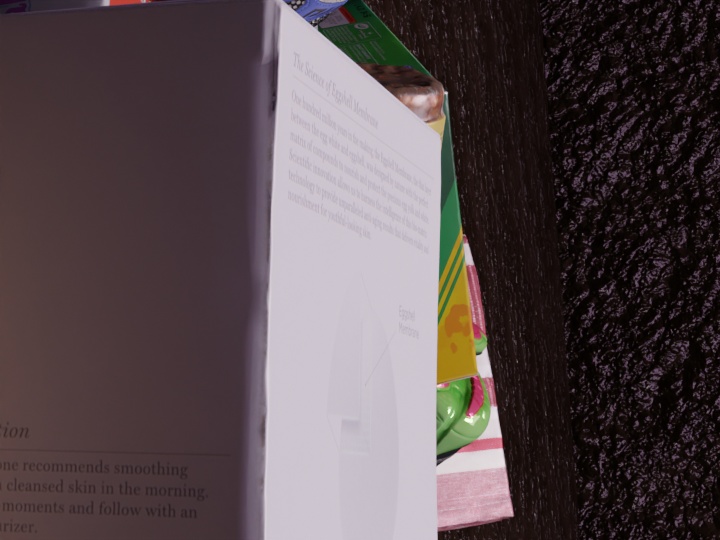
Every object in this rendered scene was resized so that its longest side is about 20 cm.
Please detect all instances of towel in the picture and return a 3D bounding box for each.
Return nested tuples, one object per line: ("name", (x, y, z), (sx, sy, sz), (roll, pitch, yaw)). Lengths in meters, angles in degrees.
("towel", (0.024, 0.077, 1.101), (0.023, 0.143, 0.201), (-27, -112, 62))

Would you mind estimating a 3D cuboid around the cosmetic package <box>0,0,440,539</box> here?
("cosmetic package", (-0.052, 0.032, 0.558), (0.199, 0.122, 0.201), (25, 66, -72))

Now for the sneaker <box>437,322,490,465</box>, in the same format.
("sneaker", (0.031, 0.065, 1.008), (0.077, 0.084, 0.200), (40, 17, -8))

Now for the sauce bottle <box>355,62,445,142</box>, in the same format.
("sauce bottle", (0.000, 0.000, 0.812), (0.066, 0.066, 0.201), (-59, 159, -70))

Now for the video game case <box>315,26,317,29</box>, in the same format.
("video game case", (-0.039, -0.017, 0.796), (0.200, 0.023, 0.183), (-97, -168, -52))

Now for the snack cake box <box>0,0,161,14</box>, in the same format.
("snack cake box", (-0.104, -0.079, 0.731), (0.200, 0.067, 0.116), (62, 26, -59))

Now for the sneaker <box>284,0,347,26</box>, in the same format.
("sneaker", (-0.042, -0.160, 0.757), (0.200, 0.078, 0.075), (-107, 174, -49))

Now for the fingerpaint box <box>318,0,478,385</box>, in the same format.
("fingerpaint box", (0.002, -0.048, 0.943), (0.200, 0.073, 0.168), (-120, -160, -64))
